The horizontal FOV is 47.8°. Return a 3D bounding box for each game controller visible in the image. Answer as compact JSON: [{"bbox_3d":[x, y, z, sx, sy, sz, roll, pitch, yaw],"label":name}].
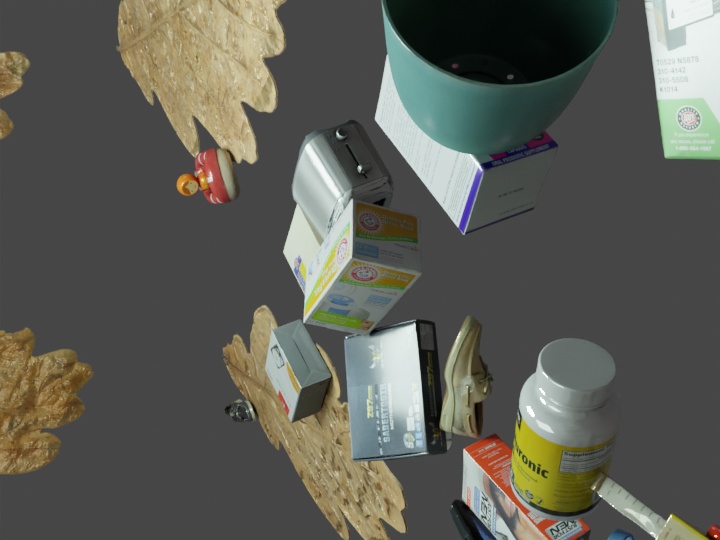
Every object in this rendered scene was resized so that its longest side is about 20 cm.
[{"bbox_3d":[0.190,0.395,1.162,0.042,0.104,0.200,-64,11,7],"label":"game controller"}]

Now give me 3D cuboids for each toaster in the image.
[{"bbox_3d":[-0.029,-0.122,1.246,0.129,0.113,0.200,58,152,21],"label":"toaster"}]

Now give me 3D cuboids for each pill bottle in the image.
[{"bbox_3d":[0.229,0.176,0.907,0.111,0.111,0.200,46,147,45],"label":"pill bottle"}]

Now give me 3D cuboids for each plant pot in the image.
[{"bbox_3d":[0.116,-0.202,0.754,0.201,0.200,0.161,60,168,22],"label":"plant pot"}]

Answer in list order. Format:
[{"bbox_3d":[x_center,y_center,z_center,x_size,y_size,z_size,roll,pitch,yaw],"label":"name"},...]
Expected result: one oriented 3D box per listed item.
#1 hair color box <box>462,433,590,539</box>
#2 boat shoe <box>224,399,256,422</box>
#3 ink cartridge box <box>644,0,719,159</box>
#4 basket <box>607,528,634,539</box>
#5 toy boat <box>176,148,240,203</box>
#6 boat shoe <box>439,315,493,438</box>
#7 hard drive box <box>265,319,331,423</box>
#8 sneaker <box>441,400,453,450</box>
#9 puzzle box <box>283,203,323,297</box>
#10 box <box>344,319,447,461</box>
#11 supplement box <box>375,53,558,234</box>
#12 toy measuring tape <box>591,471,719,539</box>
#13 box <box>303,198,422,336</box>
[{"bbox_3d":[0.221,0.334,1.120,0.200,0.064,0.111,42,145,47],"label":"hair color box"},{"bbox_3d":[-0.384,0.452,2.587,0.200,0.065,0.072,-3,104,66],"label":"boat shoe"},{"bbox_3d":[0.272,-0.181,0.546,0.146,0.084,0.200,16,123,62],"label":"ink cartridge box"},{"bbox_3d":[0.277,0.419,0.937,0.139,0.176,0.200,12,135,47],"label":"basket"},{"bbox_3d":[-0.367,-0.212,1.911,0.200,0.131,0.131,7,115,65],"label":"toy boat"},{"bbox_3d":[0.155,0.151,1.129,0.065,0.072,0.200,16,124,18],"label":"boat shoe"},{"bbox_3d":[-0.145,0.231,1.849,0.156,0.077,0.200,59,156,25],"label":"hard drive box"},{"bbox_3d":[0.079,0.206,1.296,0.078,0.091,0.200,-13,95,70],"label":"sneaker"},{"bbox_3d":[-0.101,-0.032,1.595,0.133,0.025,0.200,62,156,18],"label":"puzzle box"},{"bbox_3d":[0.050,0.187,1.246,0.158,0.051,0.200,-17,70,43],"label":"box"},{"bbox_3d":[0.112,-0.155,0.911,0.200,0.101,0.103,55,153,30],"label":"supplement box"},{"bbox_3d":[0.325,0.272,0.819,0.200,0.073,0.074,33,138,50],"label":"toy measuring tape"},{"bbox_3d":[0.000,0.000,1.197,0.200,0.112,0.102,128,149,-51],"label":"box"}]
